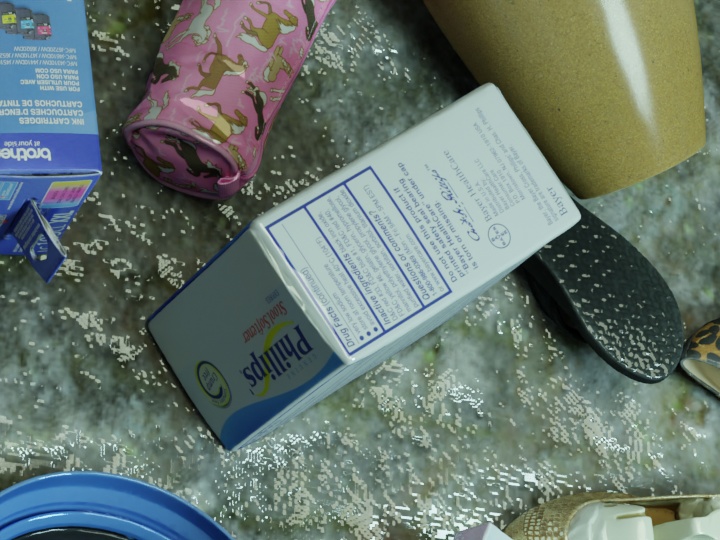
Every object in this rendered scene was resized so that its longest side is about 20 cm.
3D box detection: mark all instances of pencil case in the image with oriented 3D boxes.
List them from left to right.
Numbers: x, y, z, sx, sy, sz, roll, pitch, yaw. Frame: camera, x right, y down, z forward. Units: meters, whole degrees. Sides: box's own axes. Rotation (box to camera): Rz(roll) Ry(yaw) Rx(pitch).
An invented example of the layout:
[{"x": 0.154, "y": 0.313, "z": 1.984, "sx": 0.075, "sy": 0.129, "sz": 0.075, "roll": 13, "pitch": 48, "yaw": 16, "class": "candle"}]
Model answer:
[{"x": -0.076, "y": -0.138, "z": 1.831, "sx": 0.083, "sy": 0.086, "sz": 0.200, "roll": 52, "pitch": 52, "yaw": -39, "class": "pencil case"}]

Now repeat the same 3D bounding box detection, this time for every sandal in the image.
[{"x": 0.135, "y": -0.003, "z": 1.907, "sx": 0.075, "sy": 0.048, "sz": 0.201, "roll": -35, "pitch": 76, "yaw": -30, "class": "sandal"}]

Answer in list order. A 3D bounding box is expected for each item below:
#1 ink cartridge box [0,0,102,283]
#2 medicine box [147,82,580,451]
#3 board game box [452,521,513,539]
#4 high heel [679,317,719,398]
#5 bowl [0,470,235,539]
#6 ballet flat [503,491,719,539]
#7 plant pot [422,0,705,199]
[{"x": -0.208, "y": -0.095, "z": 1.717, "sx": 0.076, "sy": 0.136, "sz": 0.201, "roll": 1, "pitch": 71, "yaw": -19, "class": "ink cartridge box"}, {"x": 0.000, "y": 0.000, "z": 1.755, "sx": 0.200, "sy": 0.182, "sz": 0.103, "roll": -30, "pitch": 85, "yaw": -32, "class": "medicine box"}, {"x": 0.106, "y": 0.290, "z": 1.761, "sx": 0.199, "sy": 0.043, "sz": 0.201, "roll": 37, "pitch": 59, "yaw": -21, "class": "board game box"}, {"x": 0.293, "y": 0.117, "z": 1.910, "sx": 0.142, "sy": 0.071, "sz": 0.201, "roll": -3, "pitch": 56, "yaw": -33, "class": "high heel"}, {"x": -0.144, "y": 0.204, "z": 1.653, "sx": 0.200, "sy": 0.039, "sz": 0.201, "roll": 14, "pitch": 43, "yaw": -14, "class": "bowl"}, {"x": 0.184, "y": 0.167, "z": 1.848, "sx": 0.199, "sy": 0.065, "sz": 0.071, "roll": -4, "pitch": 73, "yaw": -27, "class": "ballet flat"}, {"x": 0.147, "y": -0.156, "z": 1.901, "sx": 0.186, "sy": 0.186, "sz": 0.201, "roll": -28, "pitch": 97, "yaw": -31, "class": "plant pot"}]
